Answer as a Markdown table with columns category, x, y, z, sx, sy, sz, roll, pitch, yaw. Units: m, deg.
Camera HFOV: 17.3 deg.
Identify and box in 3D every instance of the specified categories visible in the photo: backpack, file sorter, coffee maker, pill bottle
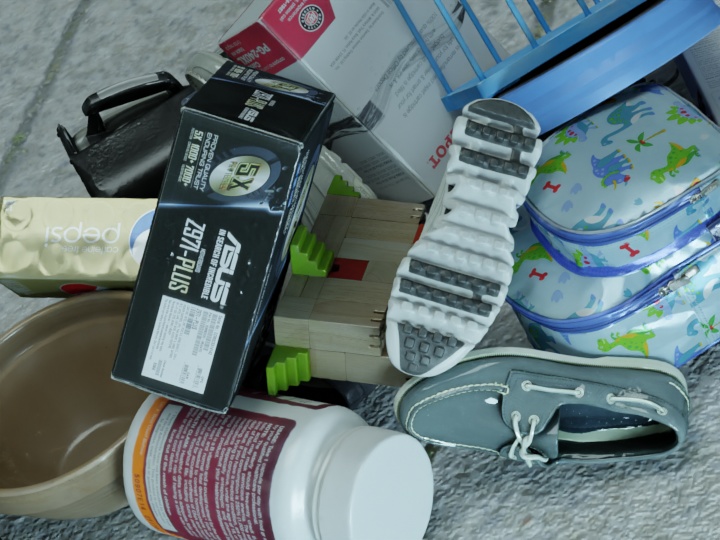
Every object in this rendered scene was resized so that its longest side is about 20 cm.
| category | x | y | z | sx | sy | sz | roll | pitch | yaw |
| --- | --- | --- | --- | --- | --- | --- | --- | --- | --- |
| backpack | 0.188 | -0.024 | 1.646 | 0.200 | 0.147 | 0.183 | -37 | 36 | -3 |
| file sorter | 0.132 | -0.224 | 1.767 | 0.200 | 0.123 | 0.139 | -32 | 4 | -8 |
| coffee maker | -0.119 | -0.085 | 1.924 | 0.200 | 0.135 | 0.192 | -31 | 70 | -2 |
| pill bottle | -0.056 | 0.144 | 1.630 | 0.200 | 0.114 | 0.114 | 9 | 52 | 37 |

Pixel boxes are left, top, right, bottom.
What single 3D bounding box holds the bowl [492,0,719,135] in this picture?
| category | x | y | z | sx | sy | sz | roll | pitch | yaw |
| --- | --- | --- | --- | --- | --- | --- | --- | --- | --- |
| bowl | 0.172 | -0.151 | 1.735 | 0.200 | 0.039 | 0.201 | -31 | 4 | 3 |

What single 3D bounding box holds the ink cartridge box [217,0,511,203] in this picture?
| category | x | y | z | sx | sy | sz | roll | pitch | yaw |
| --- | --- | --- | --- | --- | --- | --- | --- | --- | --- |
| ink cartridge box | 0.012 | -0.164 | 1.853 | 0.145 | 0.200 | 0.083 | -52 | 16 | -27 |

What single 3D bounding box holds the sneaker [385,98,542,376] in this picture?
| category | x | y | z | sx | sy | sz | roll | pitch | yaw |
| --- | --- | --- | --- | --- | --- | --- | --- | --- | --- |
| sneaker | 0.069 | -0.015 | 1.607 | 0.075 | 0.081 | 0.200 | 23 | 72 | -1 |

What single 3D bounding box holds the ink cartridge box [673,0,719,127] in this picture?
| category | x | y | z | sx | sy | sz | roll | pitch | yaw |
| --- | --- | --- | --- | --- | --- | --- | --- | --- | --- |
| ink cartridge box | 0.305 | -0.161 | 1.793 | 0.119 | 0.042 | 0.200 | -16 | 45 | -1 |

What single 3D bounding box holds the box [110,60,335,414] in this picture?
| category | x | y | z | sx | sy | sz | roll | pitch | yaw |
| --- | --- | --- | --- | --- | --- | --- | --- | --- | --- |
| box | -0.092 | -0.026 | 1.631 | 0.086 | 0.200 | 0.164 | 17 | 16 | 2 |

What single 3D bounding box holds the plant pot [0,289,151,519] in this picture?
| category | x | y | z | sx | sy | sz | roll | pitch | yaw |
| --- | --- | --- | --- | --- | --- | --- | --- | --- | --- |
| plant pot | -0.207 | 0.117 | 1.759 | 0.200 | 0.093 | 0.201 | -17 | 40 | 15 |

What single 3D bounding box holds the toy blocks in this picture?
| category | x | y | z | sx | sy | sz | roll | pitch | yaw |
| --- | --- | --- | --- | --- | --- | --- | --- | --- | --- |
| toy blocks | 0.024 | 0.015 | 1.669 | 0.136 | 0.100 | 0.200 | 6 | 37 | 12 |

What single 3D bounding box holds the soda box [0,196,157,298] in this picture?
| category | x | y | z | sx | sy | sz | roll | pitch | yaw |
| --- | --- | --- | --- | --- | --- | --- | --- | --- | --- |
| soda box | -0.177 | -0.016 | 1.807 | 0.199 | 0.064 | 0.068 | 2 | 76 | 13 |

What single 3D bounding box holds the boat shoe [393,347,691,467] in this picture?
| category | x | y | z | sx | sy | sz | roll | pitch | yaw |
| --- | --- | --- | --- | --- | --- | --- | --- | --- | --- |
| boat shoe | 0.122 | 0.097 | 1.579 | 0.199 | 0.073 | 0.062 | -1 | 36 | -1 |

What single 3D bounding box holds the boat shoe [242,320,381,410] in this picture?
| category | x | y | z | sx | sy | sz | roll | pitch | yaw |
| --- | --- | --- | --- | --- | --- | --- | --- | --- | --- |
| boat shoe | -0.075 | 0.067 | 1.757 | 0.200 | 0.073 | 0.063 | 7 | 47 | 29 |

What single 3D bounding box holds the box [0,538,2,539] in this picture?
| category | x | y | z | sx | sy | sz | roll | pitch | yaw |
| --- | --- | --- | --- | --- | --- | --- | --- | --- | --- |
| box | -0.299 | 0.289 | 1.618 | 0.200 | 0.107 | 0.148 | -35 | 40 | -7 |

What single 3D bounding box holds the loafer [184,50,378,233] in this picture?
| category | x | y | z | sx | sy | sz | roll | pitch | yaw |
| --- | --- | --- | --- | --- | --- | --- | --- | --- | --- |
| loafer | -0.069 | -0.089 | 1.815 | 0.070 | 0.070 | 0.200 | -44 | 74 | -5 |

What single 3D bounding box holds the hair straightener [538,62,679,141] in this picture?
| category | x | y | z | sx | sy | sz | roll | pitch | yaw |
| --- | --- | --- | --- | --- | --- | --- | --- | --- | --- |
| hair straightener | 0.183 | -0.114 | 1.840 | 0.200 | 0.041 | 0.077 | -36 | 48 | -17 |

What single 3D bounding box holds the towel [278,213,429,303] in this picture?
| category | x | y | z | sx | sy | sz | roll | pitch | yaw |
| --- | --- | --- | --- | --- | --- | --- | --- | --- | --- |
| towel | 0.000 | 0.000 | 1.816 | 0.200 | 0.035 | 0.133 | 14 | 55 | 39 |
